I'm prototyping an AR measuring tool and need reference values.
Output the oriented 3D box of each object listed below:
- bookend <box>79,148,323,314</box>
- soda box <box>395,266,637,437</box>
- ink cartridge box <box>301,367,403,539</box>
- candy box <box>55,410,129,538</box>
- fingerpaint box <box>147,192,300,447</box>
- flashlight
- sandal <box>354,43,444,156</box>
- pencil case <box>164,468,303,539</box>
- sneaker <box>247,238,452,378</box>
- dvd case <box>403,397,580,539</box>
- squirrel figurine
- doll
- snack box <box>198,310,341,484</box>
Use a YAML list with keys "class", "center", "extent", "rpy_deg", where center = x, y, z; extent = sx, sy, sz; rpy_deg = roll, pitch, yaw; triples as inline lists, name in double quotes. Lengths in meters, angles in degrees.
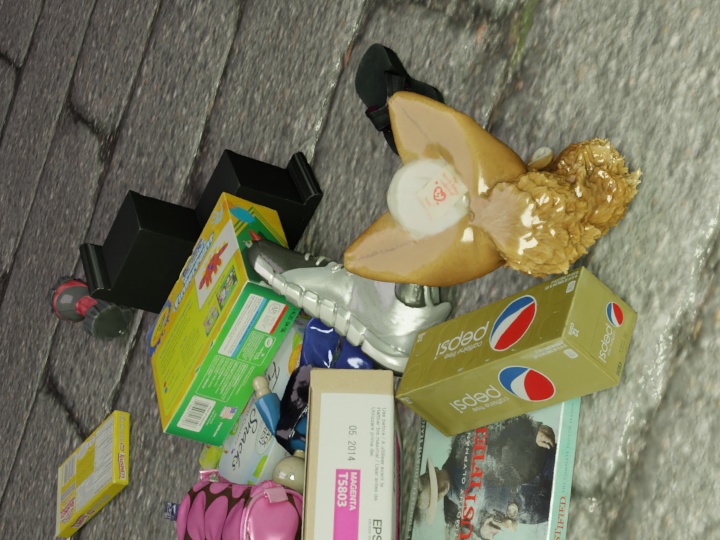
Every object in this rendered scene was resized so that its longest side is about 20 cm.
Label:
- class: "bookend"
  center: [-0.178, -0.051, 1.574]
  extent: [0.200, 0.198, 0.093]
  rpy_deg: [-60, 33, 25]
- class: "soda box"
  center: [0.117, 0.068, 1.112]
  extent: [0.199, 0.064, 0.068]
  rpy_deg: [-26, 34, 49]
- class: "ink cartridge box"
  center: [-0.005, 0.204, 1.194]
  extent: [0.165, 0.074, 0.203]
  rpy_deg: [83, -171, -65]
- class: "candy box"
  center: [-0.360, 0.275, 1.916]
  extent: [0.200, 0.026, 0.104]
  rpy_deg: [-42, 45, 45]
- class: "fingerpaint box"
  center: [-0.143, 0.051, 1.493]
  extent: [0.201, 0.073, 0.168]
  rpy_deg: [-59, 29, 24]
- class: "flashlight"
  center: [-0.388, 0.057, 2.024]
  extent: [0.199, 0.067, 0.069]
  rpy_deg: [25, 97, 61]
- class: "sandal"
  center: [0.027, -0.170, 1.426]
  extent: [0.076, 0.047, 0.201]
  rpy_deg: [-65, 30, 18]
- class: "pencil case"
  center: [-0.109, 0.234, 1.323]
  extent: [0.199, 0.090, 0.095]
  rpy_deg: [-11, 73, 62]
- class: "sneaker"
  center: [0.000, 0.000, 1.307]
  extent: [0.116, 0.199, 0.075]
  rpy_deg: [-58, -12, 9]
- class: "dvd case"
  center: [0.102, 0.174, 1.162]
  extent: [0.199, 0.022, 0.148]
  rpy_deg: [-12, 66, 60]
- class: "squirrel figurine"
  center: [0.115, -0.048, 1.116]
  extent: [0.198, 0.186, 0.144]
  rpy_deg: [13, 94, 28]
- class: "doll"
  center: [-0.041, 0.118, 1.352]
  extent: [0.049, 0.135, 0.203]
  rpy_deg: [59, -134, -68]
- class: "snack box"
  center: [-0.092, 0.149, 1.478]
  extent: [0.142, 0.052, 0.202]
  rpy_deg: [43, 113, 57]
